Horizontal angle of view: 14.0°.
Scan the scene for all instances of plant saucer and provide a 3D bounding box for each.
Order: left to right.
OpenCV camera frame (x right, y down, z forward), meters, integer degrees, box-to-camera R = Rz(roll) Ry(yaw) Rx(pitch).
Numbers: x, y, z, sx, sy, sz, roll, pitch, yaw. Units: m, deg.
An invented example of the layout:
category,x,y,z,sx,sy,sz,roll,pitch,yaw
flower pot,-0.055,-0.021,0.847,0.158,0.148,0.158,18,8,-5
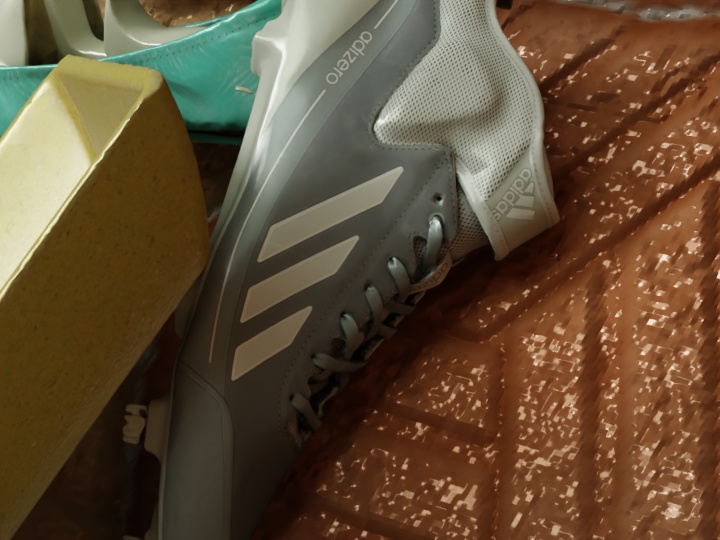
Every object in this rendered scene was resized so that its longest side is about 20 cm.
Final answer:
category,x,y,z,sx,sy,sz,roll,pitch,yaw
plant saucer,-0.114,0.033,0.852,0.200,0.048,0.200,-54,14,-3

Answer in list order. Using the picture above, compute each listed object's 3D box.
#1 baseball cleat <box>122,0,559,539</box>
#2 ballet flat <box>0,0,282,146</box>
category,x,y,z,sx,sy,sz,roll,pitch,yaw
baseball cleat,0.000,0.000,0.859,0.106,0.070,0.201,12,79,9
ballet flat,-0.081,-0.074,0.974,0.199,0.071,0.067,-3,14,32
